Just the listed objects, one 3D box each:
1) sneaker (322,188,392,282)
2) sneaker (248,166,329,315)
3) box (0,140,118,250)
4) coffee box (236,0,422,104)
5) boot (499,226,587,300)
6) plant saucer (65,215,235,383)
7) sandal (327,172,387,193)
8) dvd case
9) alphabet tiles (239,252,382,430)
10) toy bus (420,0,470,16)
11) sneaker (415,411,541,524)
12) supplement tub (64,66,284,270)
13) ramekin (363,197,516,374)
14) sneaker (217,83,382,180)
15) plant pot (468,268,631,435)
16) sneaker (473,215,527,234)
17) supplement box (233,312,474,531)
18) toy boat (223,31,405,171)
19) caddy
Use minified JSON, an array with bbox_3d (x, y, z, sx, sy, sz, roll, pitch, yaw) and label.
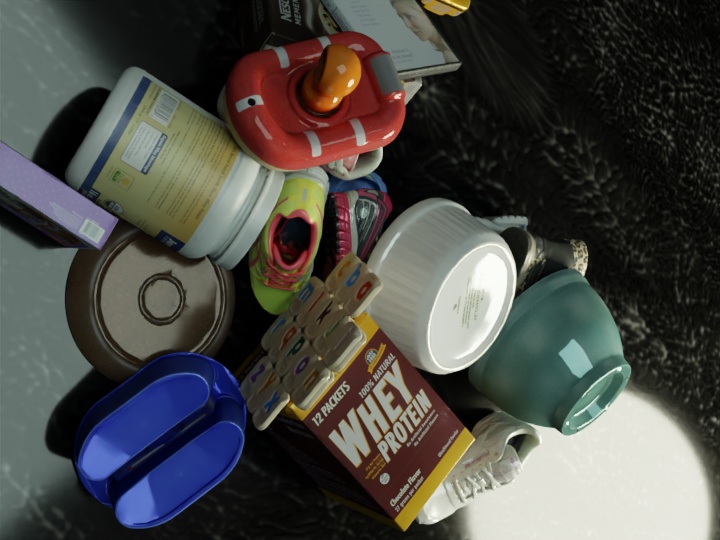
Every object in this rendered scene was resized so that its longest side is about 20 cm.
[{"bbox_3d":[0.000,0.000,1.263,0.073,0.081,0.202,-10,128,-15],"label":"sneaker"},{"bbox_3d":[-0.085,-0.018,1.212,0.077,0.091,0.202,9,129,-6],"label":"sneaker"},{"bbox_3d":[-0.347,-0.089,1.078,0.199,0.136,0.039,36,75,-25],"label":"box"},{"bbox_3d":[-0.037,-0.259,1.258,0.197,0.080,0.114,12,52,-30],"label":"coffee box"},{"bbox_3d":[0.205,0.036,1.409,0.149,0.073,0.202,-1,122,-44],"label":"boot"},{"bbox_3d":[-0.225,0.031,1.209,0.197,0.034,0.204,0,90,-30],"label":"plant saucer"},{"bbox_3d":[-0.047,-0.091,1.277,0.197,0.087,0.081,-5,95,-27],"label":"sandal"},{"bbox_3d":[0.019,-0.305,1.263,0.142,0.018,0.201,-19,69,-44],"label":"dvd case"},{"bbox_3d":[-0.053,0.073,1.142,0.015,0.200,0.196,38,92,-22],"label":"alphabet tiles"},{"bbox_3d":[0.097,-0.412,1.337,0.064,0.078,0.204,13,75,-35],"label":"toy bus"},{"bbox_3d":[0.146,0.250,1.385,0.199,0.099,0.076,-37,110,-22],"label":"sneaker"},{"bbox_3d":[-0.193,-0.103,1.146,0.198,0.144,0.146,32,76,-15],"label":"supplement tub"},{"bbox_3d":[0.096,0.026,1.259,0.201,0.094,0.205,-25,128,-37],"label":"ramekin"},{"bbox_3d":[-0.055,-0.156,1.195,0.199,0.104,0.076,18,97,-43],"label":"sneaker"},{"bbox_3d":[0.251,0.119,1.365,0.199,0.134,0.202,-30,147,-22],"label":"plant pot"},{"bbox_3d":[0.137,-0.026,1.387,0.197,0.074,0.084,-4,91,-30],"label":"sneaker"},{"bbox_3d":[-0.017,0.160,1.235,0.133,0.196,0.200,-48,111,-19],"label":"supplement box"},{"bbox_3d":[-0.039,-0.184,1.105,0.197,0.131,0.132,-18,80,-23],"label":"toy boat"},{"bbox_3d":[-0.214,0.180,1.174,0.199,0.105,0.142,-36,103,-5],"label":"caddy"}]
